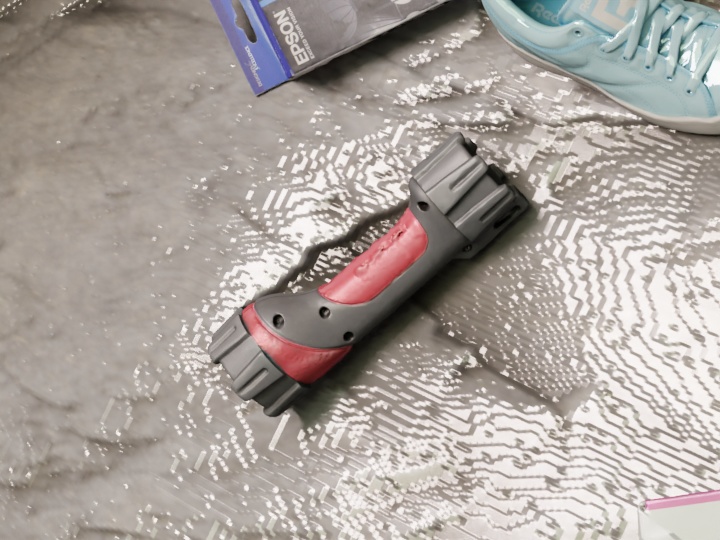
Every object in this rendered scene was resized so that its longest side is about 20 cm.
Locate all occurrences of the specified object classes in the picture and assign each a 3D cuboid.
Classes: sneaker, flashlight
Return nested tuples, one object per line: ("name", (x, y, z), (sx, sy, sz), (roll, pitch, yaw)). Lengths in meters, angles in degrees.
("sneaker", (0.150, -0.133, 0.886), (0.200, 0.082, 0.074), (20, 86, 30))
("flashlight", (0.000, 0.000, 0.933), (0.200, 0.068, 0.068), (-43, 66, 11))

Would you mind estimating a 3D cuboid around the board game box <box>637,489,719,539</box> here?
("board game box", (0.223, 0.133, 0.703), (0.147, 0.200, 0.064), (-12, 71, 23))

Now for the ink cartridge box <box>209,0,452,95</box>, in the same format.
("ink cartridge box", (-0.009, -0.191, 0.987), (0.200, 0.039, 0.099), (-25, 96, 20))
